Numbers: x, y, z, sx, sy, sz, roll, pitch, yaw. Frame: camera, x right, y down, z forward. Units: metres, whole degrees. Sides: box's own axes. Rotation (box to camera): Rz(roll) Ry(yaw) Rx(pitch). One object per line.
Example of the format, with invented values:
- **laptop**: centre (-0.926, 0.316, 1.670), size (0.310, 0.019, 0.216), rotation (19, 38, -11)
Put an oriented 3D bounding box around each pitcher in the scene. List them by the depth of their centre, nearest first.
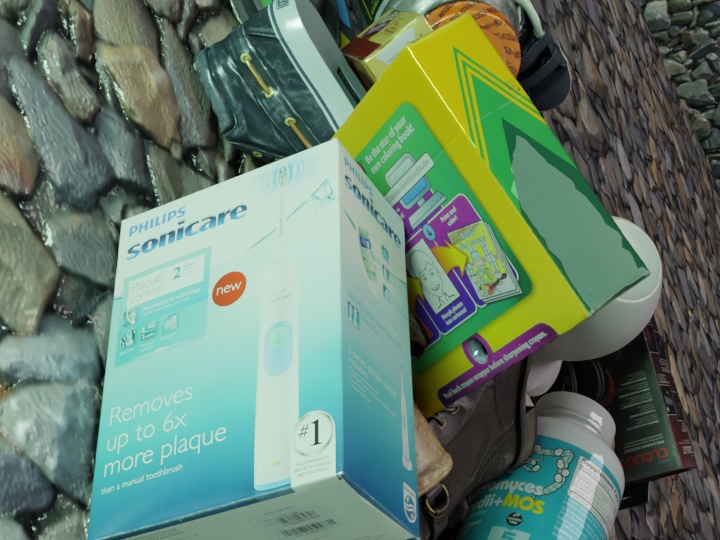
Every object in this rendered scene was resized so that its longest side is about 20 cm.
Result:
- **pitcher**: centre (0.192, 0.007, 1.188), size (0.120, 0.200, 0.173), rotation (10, 64, -17)

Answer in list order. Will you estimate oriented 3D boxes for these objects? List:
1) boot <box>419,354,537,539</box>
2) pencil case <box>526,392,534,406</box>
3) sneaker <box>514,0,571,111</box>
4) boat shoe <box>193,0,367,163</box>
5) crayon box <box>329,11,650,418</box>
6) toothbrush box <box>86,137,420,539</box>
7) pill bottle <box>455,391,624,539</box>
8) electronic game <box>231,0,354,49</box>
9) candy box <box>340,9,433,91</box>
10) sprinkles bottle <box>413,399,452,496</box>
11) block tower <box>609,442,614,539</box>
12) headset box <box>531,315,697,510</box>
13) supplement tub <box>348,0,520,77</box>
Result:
- **boot**: centre (0.049, 0.102, 0.886), size (0.173, 0.069, 0.202), rotation (-32, 117, -39)
- **pencil case**: centre (0.123, 0.131, 1.112), size (0.201, 0.077, 0.090), rotation (56, 6, -33)
- **sneaker**: centre (0.144, -0.212, 1.217), size (0.200, 0.078, 0.080), rotation (41, 10, -34)
- **boat shoe**: centre (-0.032, -0.089, 0.895), size (0.201, 0.090, 0.071), rotation (58, 20, -18)
- **crayon box**: centre (0.051, -0.023, 0.756), size (0.058, 0.200, 0.173), rotation (-29, 83, -31)
- **toothbrush box**: centre (-0.053, 0.051, 0.674), size (0.085, 0.145, 0.202), rotation (48, 33, -45)
- **pill bottle**: centre (0.139, 0.193, 0.993), size (0.111, 0.110, 0.201), rotation (56, 44, -32)
- **electronic game**: centre (-0.056, -0.232, 1.022), size (0.200, 0.041, 0.202), rotation (48, 32, -44)
- **candy box**: centre (0.069, -0.087, 0.910), size (0.201, 0.056, 0.117), rotation (52, 1, -15)
- **sprinkles bottle**: centre (-0.020, 0.054, 0.802), size (0.201, 0.068, 0.068), rotation (59, 23, 1)
- **block tower**: centre (0.205, 0.239, 1.185), size (0.058, 0.053, 0.202), rotation (100, -7, -66)
- **headset box**: centre (0.242, 0.140, 1.289), size (0.075, 0.147, 0.202), rotation (14, 60, -63)
- **supplement tub**: centre (0.058, -0.217, 1.057), size (0.123, 0.122, 0.201), rotation (51, 13, -39)
